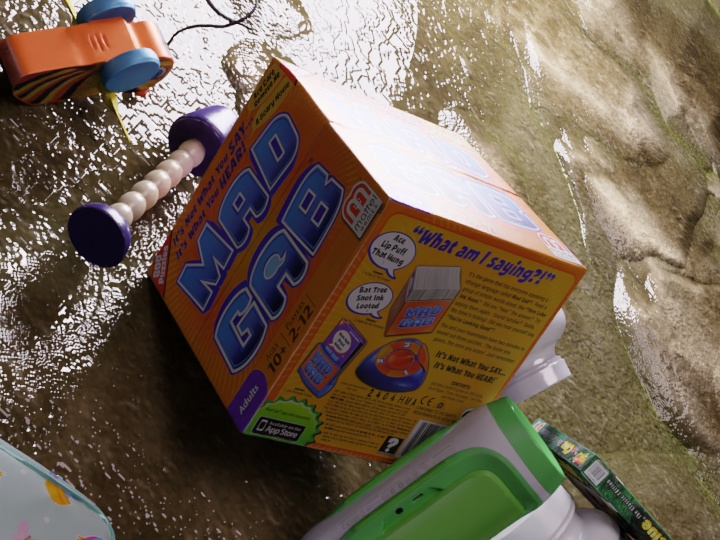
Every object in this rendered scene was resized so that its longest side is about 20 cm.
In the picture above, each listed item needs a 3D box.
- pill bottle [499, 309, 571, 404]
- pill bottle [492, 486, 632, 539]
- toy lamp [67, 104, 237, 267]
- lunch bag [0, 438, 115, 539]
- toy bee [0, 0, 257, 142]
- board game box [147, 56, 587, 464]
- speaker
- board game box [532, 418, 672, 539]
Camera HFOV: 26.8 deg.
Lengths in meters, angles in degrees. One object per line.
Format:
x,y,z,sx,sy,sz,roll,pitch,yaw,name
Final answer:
0.112,0.022,1.358,0.111,0.111,0.201,-17,77,-51,pill bottle
0.187,0.269,1.255,0.200,0.119,0.120,49,38,-9,pill bottle
-0.154,-0.074,1.183,0.058,0.058,0.200,50,37,-8,toy lamp
-0.247,0.166,0.891,0.200,0.077,0.161,39,39,-21,lunch bag
-0.188,-0.160,1.189,0.199,0.109,0.132,2,68,-18,toy bee
0.000,0.000,1.125,0.199,0.200,0.200,18,24,-39,board game box
0.047,0.179,1.096,0.089,0.200,0.088,53,5,-7,speaker
0.204,0.185,1.310,0.105,0.023,0.200,50,-3,-6,board game box
